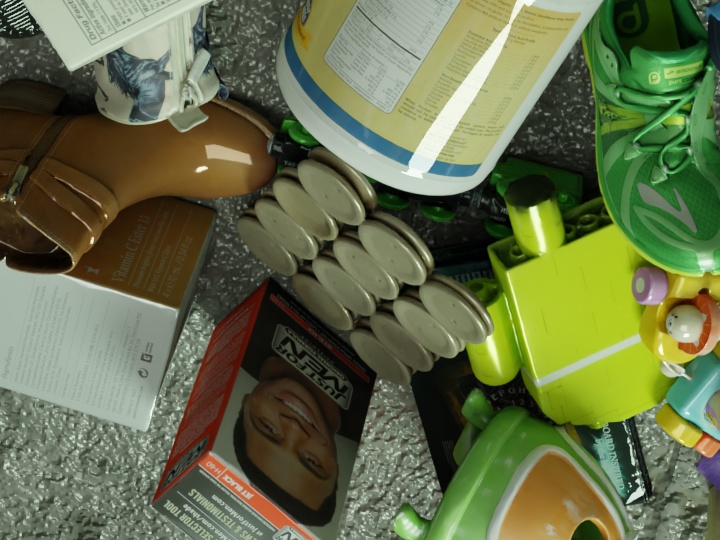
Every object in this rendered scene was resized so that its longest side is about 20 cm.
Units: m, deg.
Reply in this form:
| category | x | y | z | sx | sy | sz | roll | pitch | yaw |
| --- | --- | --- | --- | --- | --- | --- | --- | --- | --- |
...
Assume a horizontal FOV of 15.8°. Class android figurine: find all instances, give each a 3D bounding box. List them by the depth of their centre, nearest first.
| category | x | y | z | sx | sy | sz | roll | pitch | yaw |
| --- | --- | --- | --- | --- | --- | --- | --- | --- | --- |
| android figurine | 0.148 | 0.015 | 1.564 | 0.182 | 0.041 | 0.200 | -25 | 129 | -7 |

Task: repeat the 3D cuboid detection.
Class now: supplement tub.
| category | x | y | z | sx | sy | sz | roll | pitch | yaw |
| --- | --- | --- | --- | --- | --- | --- | --- | --- | --- |
| supplement tub | 0.055 | -0.158 | 1.456 | 0.144 | 0.145 | 0.200 | 28 | 121 | -8 |

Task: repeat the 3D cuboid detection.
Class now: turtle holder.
| category | x | y | z | sx | sy | sz | roll | pitch | yaw |
| --- | --- | --- | --- | --- | --- | --- | --- | --- | --- |
| turtle holder | 0.093 | 0.174 | 1.606 | 0.131 | 0.141 | 0.186 | 28 | 134 | 9 |

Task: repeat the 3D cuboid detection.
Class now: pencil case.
| category | x | y | z | sx | sy | sz | roll | pitch | yaw |
| --- | --- | --- | --- | --- | --- | --- | --- | --- | --- |
| pencil case | -0.125 | -0.184 | 1.507 | 0.089 | 0.078 | 0.201 | 24 | 130 | 39 |

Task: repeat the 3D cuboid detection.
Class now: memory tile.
| category | x | y | z | sx | sy | sz | roll | pitch | yaw |
| --- | --- | --- | --- | --- | --- | --- | --- | --- | --- |
| memory tile | 0.000 | 0.000 | 1.555 | 0.153 | 0.017 | 0.200 | 44 | 161 | -4 |

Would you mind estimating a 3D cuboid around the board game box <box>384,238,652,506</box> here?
| category | x | y | z | sx | sy | sz | roll | pitch | yaw |
| --- | --- | --- | --- | --- | --- | --- | --- | --- | --- |
| board game box | 0.101 | 0.071 | 1.655 | 0.135 | 0.028 | 0.201 | -9 | 118 | 14 |

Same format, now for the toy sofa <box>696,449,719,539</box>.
| category | x | y | z | sx | sy | sz | roll | pitch | yaw |
| --- | --- | --- | --- | --- | --- | --- | --- | --- | --- |
| toy sofa | 0.312 | 0.139 | 1.629 | 0.199 | 0.083 | 0.098 | -23 | 116 | 21 |

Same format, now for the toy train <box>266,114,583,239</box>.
| category | x | y | z | sx | sy | sz | roll | pitch | yaw |
| --- | --- | --- | --- | --- | --- | --- | --- | --- | --- |
| toy train | 0.042 | -0.059 | 1.569 | 0.199 | 0.056 | 0.042 | 15 | 124 | -2 |

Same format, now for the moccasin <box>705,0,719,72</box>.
| category | x | y | z | sx | sy | sz | roll | pitch | yaw |
| --- | --- | --- | --- | --- | --- | --- | --- | --- | --- |
| moccasin | 0.249 | -0.091 | 1.458 | 0.080 | 0.068 | 0.200 | -26 | 150 | 32 |

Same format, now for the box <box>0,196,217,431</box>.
| category | x | y | z | sx | sy | sz | roll | pitch | yaw |
| --- | --- | --- | --- | --- | --- | --- | --- | --- | --- |
| box | -0.204 | 0.001 | 1.608 | 0.199 | 0.125 | 0.098 | 17 | 122 | -2 |

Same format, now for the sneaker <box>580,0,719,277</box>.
| category | x | y | z | sx | sy | sz | roll | pitch | yaw |
| --- | --- | --- | --- | --- | --- | --- | --- | --- | --- |
| sneaker | 0.166 | -0.092 | 1.459 | 0.074 | 0.084 | 0.201 | -13 | 78 | -7 |

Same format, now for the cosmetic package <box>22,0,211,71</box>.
| category | x | y | z | sx | sy | sz | roll | pitch | yaw |
| --- | --- | --- | --- | --- | --- | --- | --- | --- | --- |
| cosmetic package | -0.096 | -0.207 | 1.397 | 0.199 | 0.087 | 0.104 | -25 | 123 | 8 |

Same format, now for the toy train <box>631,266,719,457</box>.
| category | x | y | z | sx | sy | sz | roll | pitch | yaw |
| --- | --- | --- | --- | --- | --- | --- | --- | --- | --- |
| toy train | 0.242 | 0.032 | 1.559 | 0.150 | 0.056 | 0.201 | -20 | 126 | -15 |

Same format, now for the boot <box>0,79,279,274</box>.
| category | x | y | z | sx | sy | sz | roll | pitch | yaw |
| --- | --- | --- | --- | --- | --- | --- | --- | --- | --- |
| boot | -0.152 | -0.048 | 1.551 | 0.199 | 0.155 | 0.074 | 6 | 121 | 6 |

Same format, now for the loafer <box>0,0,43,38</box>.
| category | x | y | z | sx | sy | sz | roll | pitch | yaw |
| --- | --- | --- | --- | --- | --- | --- | --- | --- | --- |
| loafer | -0.210 | -0.222 | 1.480 | 0.073 | 0.071 | 0.200 | -17 | 141 | -17 |

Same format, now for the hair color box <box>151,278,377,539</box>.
| category | x | y | z | sx | sy | sz | roll | pitch | yaw |
| --- | --- | --- | --- | --- | --- | --- | --- | --- | --- |
| hair color box | -0.056 | 0.102 | 1.598 | 0.101 | 0.200 | 0.061 | 40 | 119 | -15 |
